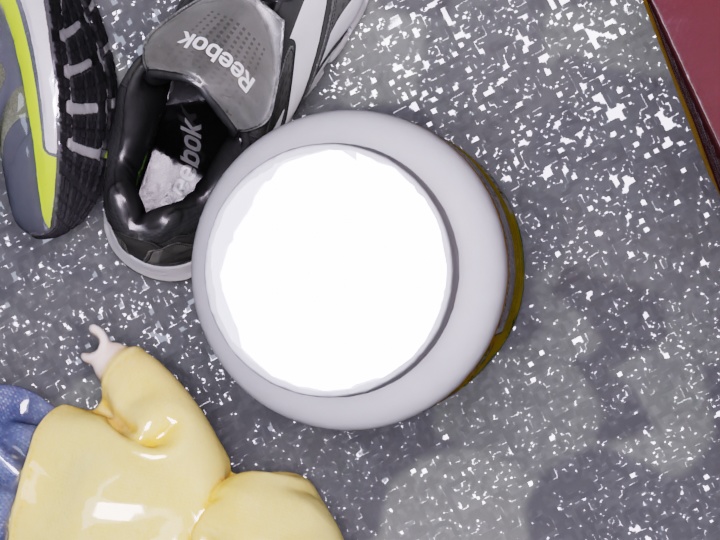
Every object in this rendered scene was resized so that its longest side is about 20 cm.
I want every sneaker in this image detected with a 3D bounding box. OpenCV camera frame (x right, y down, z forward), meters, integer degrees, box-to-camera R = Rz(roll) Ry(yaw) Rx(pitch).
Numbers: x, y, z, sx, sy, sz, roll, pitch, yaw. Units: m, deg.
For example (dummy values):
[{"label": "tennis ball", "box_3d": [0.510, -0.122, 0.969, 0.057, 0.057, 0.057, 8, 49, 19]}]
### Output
[{"label": "sneaker", "box_3d": [-0.044, -0.088, 1.144, 0.066, 0.090, 0.201, 26, 92, 4]}, {"label": "sneaker", "box_3d": [-0.152, -0.106, 1.173, 0.081, 0.074, 0.201, -18, 82, 15]}]

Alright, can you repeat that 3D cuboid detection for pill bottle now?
[{"label": "pill bottle", "box_3d": [0.000, 0.000, 1.085, 0.112, 0.200, 0.114, 0, 90, 6]}]

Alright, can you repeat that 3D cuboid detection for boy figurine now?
[{"label": "boy figurine", "box_3d": [-0.097, 0.085, 1.164, 0.199, 0.064, 0.125, 9, 91, 5]}]

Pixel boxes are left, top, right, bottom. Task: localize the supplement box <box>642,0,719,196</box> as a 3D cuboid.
[{"label": "supplement box", "box_3d": [0.199, -0.023, 1.033, 0.132, 0.197, 0.201, -23, 59, 5]}]
